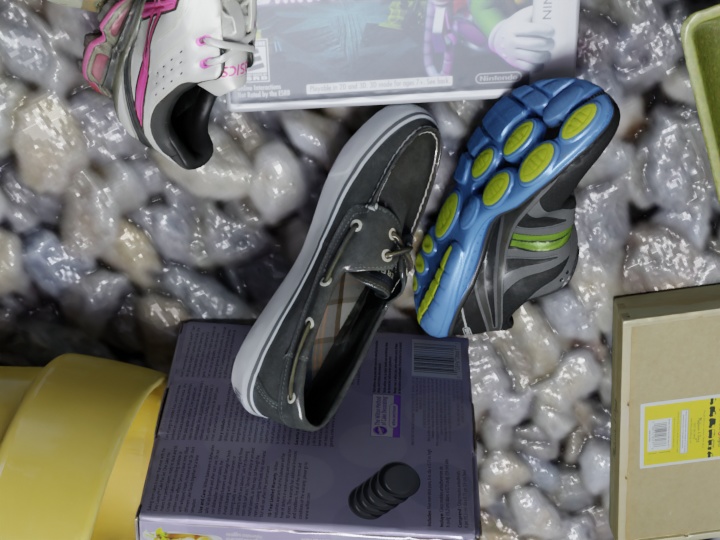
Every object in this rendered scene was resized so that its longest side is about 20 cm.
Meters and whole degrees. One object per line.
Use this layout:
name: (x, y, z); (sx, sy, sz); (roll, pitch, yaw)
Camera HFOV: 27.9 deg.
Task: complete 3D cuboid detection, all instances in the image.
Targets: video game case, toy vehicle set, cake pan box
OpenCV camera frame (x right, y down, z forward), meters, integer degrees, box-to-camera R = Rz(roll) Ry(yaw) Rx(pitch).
video game case: (0.021, -0.174, 0.778); (0.200, 0.023, 0.182); (-3, 123, -3)
toy vehicle set: (0.232, 0.099, 0.972); (0.124, 0.027, 0.200); (-6, 123, -2)
cake pan box: (-0.026, 0.101, 0.845); (0.184, 0.200, 0.052); (4, 122, -2)

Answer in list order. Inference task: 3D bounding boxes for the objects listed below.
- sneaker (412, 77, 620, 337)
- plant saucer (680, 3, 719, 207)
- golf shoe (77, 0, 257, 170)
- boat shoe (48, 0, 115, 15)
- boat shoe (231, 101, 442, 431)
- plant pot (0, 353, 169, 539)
sneaker: (0.097, -0.035, 0.847); (0.083, 0.071, 0.200); (5, 136, -23)
plant saucer: (0.293, -0.100, 0.837); (0.200, 0.048, 0.200); (-18, 123, 6)
golf shoe: (-0.075, -0.138, 0.724); (0.073, 0.092, 0.200); (-27, 159, -38)
boat shoe: (-0.118, -0.216, 0.711); (0.063, 0.073, 0.201); (16, 123, -23)
boat shoe: (0.000, 0.000, 0.818); (0.069, 0.057, 0.200); (34, 82, -49)
plant pot: (-0.228, 0.136, 0.864); (0.189, 0.201, 0.201); (14, 122, 4)
